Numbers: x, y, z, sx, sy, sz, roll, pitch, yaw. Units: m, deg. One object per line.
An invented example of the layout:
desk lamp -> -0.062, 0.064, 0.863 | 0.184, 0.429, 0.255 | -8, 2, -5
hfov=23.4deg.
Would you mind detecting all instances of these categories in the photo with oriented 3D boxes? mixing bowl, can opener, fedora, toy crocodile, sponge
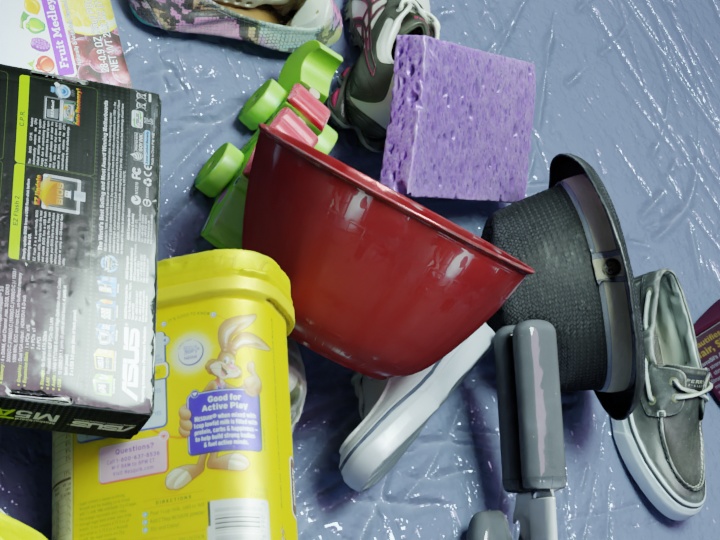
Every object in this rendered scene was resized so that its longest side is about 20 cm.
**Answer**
mixing bowl -> 0.000, 0.000, 1.107 | 0.199, 0.109, 0.200 | 27, 4, -2
can opener -> 0.104, 0.135, 1.188 | 0.066, 0.053, 0.202 | 1, 80, -26
fedora -> 0.140, 0.018, 1.282 | 0.091, 0.201, 0.202 | -11, 67, -7
toy crocodile -> -0.059, -0.083, 1.211 | 0.067, 0.062, 0.201 | 40, 45, -14
sponge -> 0.076, -0.108, 1.291 | 0.199, 0.030, 0.113 | 0, 96, -61

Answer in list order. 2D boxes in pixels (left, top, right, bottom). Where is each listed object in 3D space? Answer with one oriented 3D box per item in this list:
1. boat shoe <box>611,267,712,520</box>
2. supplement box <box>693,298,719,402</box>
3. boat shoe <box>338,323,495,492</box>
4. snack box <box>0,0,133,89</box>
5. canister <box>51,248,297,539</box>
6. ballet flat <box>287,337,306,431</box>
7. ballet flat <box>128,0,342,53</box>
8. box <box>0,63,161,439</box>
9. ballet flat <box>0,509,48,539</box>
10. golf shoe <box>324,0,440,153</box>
boat shoe -> 0.236, 0.090, 1.351 | 0.072, 0.071, 0.202 | 7, 60, -38
supplement box -> 0.383, 0.093, 1.437 | 0.201, 0.131, 0.103 | 54, 41, 0
boat shoe -> 0.024, 0.079, 1.185 | 0.067, 0.074, 0.200 | 39, 33, 7
snack box -> -0.254, -0.160, 1.040 | 0.198, 0.068, 0.170 | -10, 75, -25
canister -> -0.107, 0.104, 0.988 | 0.087, 0.147, 0.202 | 53, 29, -59
ballet flat -> -0.066, 0.094, 1.088 | 0.069, 0.069, 0.201 | 35, 45, -19
ballet flat -> -0.076, -0.202, 1.267 | 0.199, 0.071, 0.070 | 2, 61, -41
box -> -0.205, -0.018, 0.940 | 0.191, 0.048, 0.202 | 7, 64, -20
ballet flat -> -0.244, 0.122, 0.913 | 0.199, 0.067, 0.067 | 33, 28, -7
golf shoe -> 0.033, -0.181, 1.339 | 0.077, 0.088, 0.201 | 29, 47, -22
